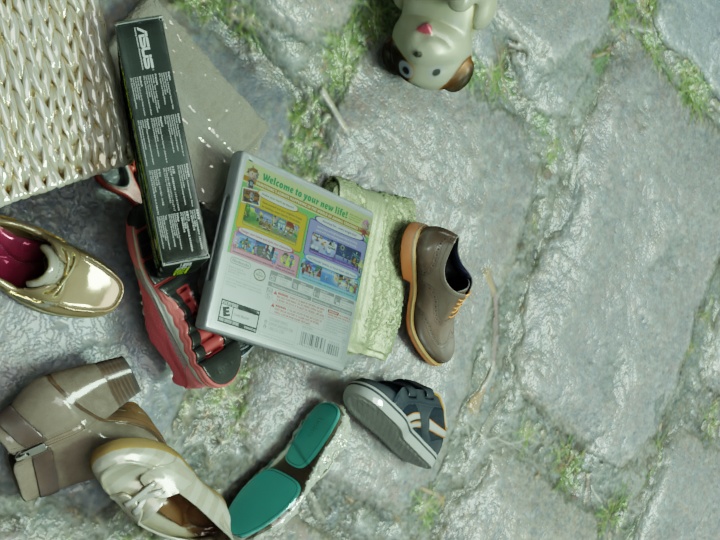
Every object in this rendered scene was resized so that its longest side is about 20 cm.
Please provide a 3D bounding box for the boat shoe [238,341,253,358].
[{"bbox_3d":[-0.099,0.009,1.146,0.072,0.067,0.202,39,71,-33],"label":"boat shoe"}]

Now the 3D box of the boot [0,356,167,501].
[{"bbox_3d":[-0.270,0.182,1.038,0.145,0.070,0.202,-31,119,-22],"label":"boot"}]

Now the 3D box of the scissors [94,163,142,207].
[{"bbox_3d":[-0.208,-0.053,1.091,0.073,0.014,0.202,-41,115,-30],"label":"scissors"}]

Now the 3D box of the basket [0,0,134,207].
[{"bbox_3d":[-0.314,-0.157,0.889,0.160,0.197,0.203,-19,104,-37],"label":"basket"}]

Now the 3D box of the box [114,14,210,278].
[{"bbox_3d":[-0.177,-0.099,0.929,0.047,0.193,0.203,-11,88,-14],"label":"box"}]

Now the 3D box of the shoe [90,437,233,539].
[{"bbox_3d":[-0.188,0.225,1.038,0.070,0.054,0.200,-38,135,6],"label":"shoe"}]

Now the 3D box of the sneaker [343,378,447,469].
[{"bbox_3d":[0.046,0.162,1.256,0.080,0.078,0.200,-63,144,-19],"label":"sneaker"}]

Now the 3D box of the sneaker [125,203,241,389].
[{"bbox_3d":[-0.199,0.033,1.066,0.073,0.086,0.202,-27,95,-50],"label":"sneaker"}]

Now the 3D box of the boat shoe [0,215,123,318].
[{"bbox_3d":[-0.305,-0.002,0.987,0.199,0.069,0.075,23,80,-36],"label":"boat shoe"}]

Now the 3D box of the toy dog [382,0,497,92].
[{"bbox_3d":[0.094,-0.314,1.238,0.138,0.194,0.203,19,84,1],"label":"toy dog"}]

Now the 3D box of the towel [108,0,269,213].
[{"bbox_3d":[-0.188,-0.167,1.079,0.200,0.034,0.133,49,57,-28],"label":"towel"}]

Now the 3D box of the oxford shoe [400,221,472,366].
[{"bbox_3d":[0.099,0.038,1.276,0.071,0.072,0.202,-51,139,-42],"label":"oxford shoe"}]

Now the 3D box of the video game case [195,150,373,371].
[{"bbox_3d":[-0.074,-0.005,1.107,0.199,0.022,0.185,22,74,-42],"label":"video game case"}]

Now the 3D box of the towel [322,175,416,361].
[{"bbox_3d":[0.000,0.000,1.242,0.147,0.036,0.203,13,86,-38],"label":"towel"}]

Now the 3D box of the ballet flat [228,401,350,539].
[{"bbox_3d":[-0.073,0.239,1.189,0.200,0.071,0.072,-48,119,-24],"label":"ballet flat"}]
